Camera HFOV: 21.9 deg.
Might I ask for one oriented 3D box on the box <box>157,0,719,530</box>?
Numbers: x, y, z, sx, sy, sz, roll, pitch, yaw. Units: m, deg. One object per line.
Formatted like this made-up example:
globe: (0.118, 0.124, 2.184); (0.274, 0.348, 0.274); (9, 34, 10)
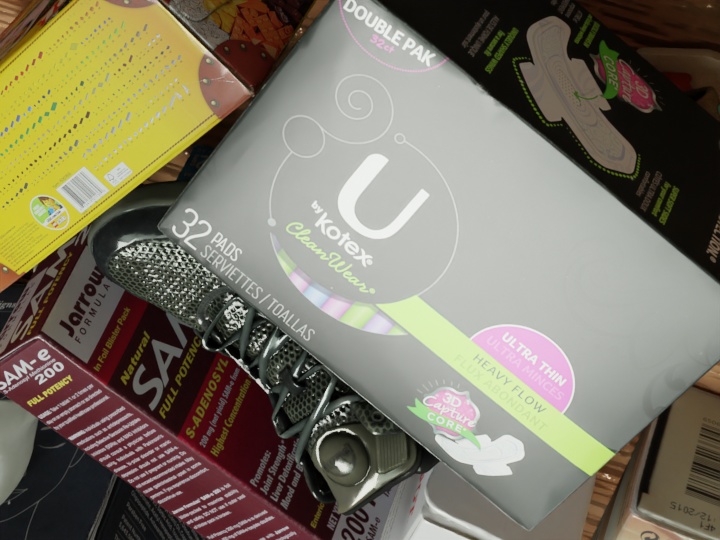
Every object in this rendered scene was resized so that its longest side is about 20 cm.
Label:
box: (0.051, -0.026, 0.762); (0.200, 0.124, 0.149); (39, 123, -3)

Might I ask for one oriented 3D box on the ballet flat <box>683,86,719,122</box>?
ballet flat: (0.071, -0.073, 0.837); (0.200, 0.068, 0.072); (11, 121, 20)

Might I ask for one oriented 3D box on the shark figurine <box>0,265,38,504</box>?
shark figurine: (-0.158, 0.006, 0.953); (0.128, 0.215, 0.090); (-12, 153, -3)

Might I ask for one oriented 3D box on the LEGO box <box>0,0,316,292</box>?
LEGO box: (-0.105, -0.098, 0.822); (0.077, 0.149, 0.200); (44, 132, -16)

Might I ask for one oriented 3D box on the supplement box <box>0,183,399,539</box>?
supplement box: (-0.070, 0.058, 0.892); (0.200, 0.109, 0.061); (38, 139, -20)

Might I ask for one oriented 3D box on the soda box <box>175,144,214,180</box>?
soda box: (0.000, 0.000, 0.934); (0.200, 0.064, 0.068); (13, 135, 11)

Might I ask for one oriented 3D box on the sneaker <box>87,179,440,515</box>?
sneaker: (-0.029, 0.034, 0.824); (0.199, 0.114, 0.076); (25, 135, -21)

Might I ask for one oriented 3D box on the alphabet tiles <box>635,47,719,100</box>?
alphabet tiles: (0.220, -0.047, 0.829); (0.195, 0.015, 0.200); (5, 133, 26)

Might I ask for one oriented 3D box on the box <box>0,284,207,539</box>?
box: (-0.187, 0.117, 1.014); (0.200, 0.197, 0.124); (0, 141, 22)

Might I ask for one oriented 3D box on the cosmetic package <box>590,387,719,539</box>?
cosmetic package: (0.164, 0.167, 0.998); (0.087, 0.103, 0.200); (20, 134, 5)

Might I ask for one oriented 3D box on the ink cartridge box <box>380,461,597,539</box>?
ink cartridge box: (0.052, 0.144, 0.990); (0.084, 0.145, 0.200); (23, 136, -2)
